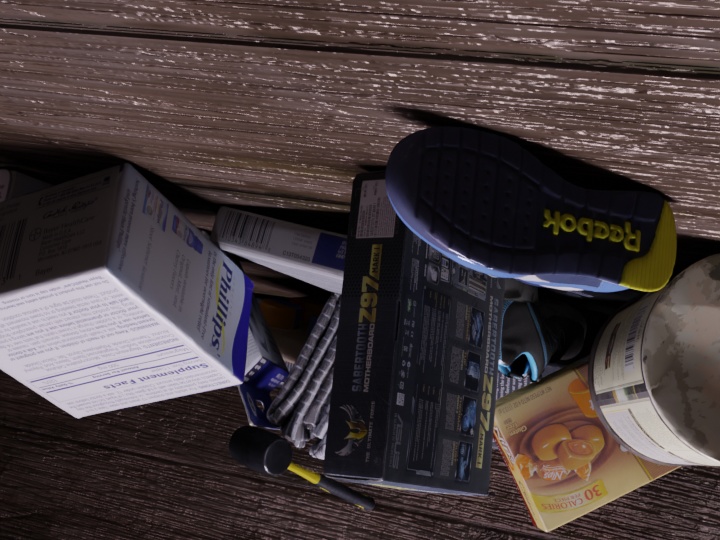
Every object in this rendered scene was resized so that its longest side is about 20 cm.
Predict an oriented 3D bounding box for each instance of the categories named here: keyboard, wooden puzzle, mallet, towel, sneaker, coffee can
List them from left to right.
[{"bbox_3d":[-0.059,0.213,1.184,0.066,0.041,0.200,13,163,40],"label":"mallet"},{"bbox_3d":[-0.047,0.069,1.411,0.184,0.047,0.199,17,-164,33],"label":"wooden puzzle"},{"bbox_3d":[-0.024,0.100,1.207,0.085,0.201,0.166,27,172,1],"label":"towel"},{"bbox_3d":[0.090,-0.027,0.654,0.199,0.075,0.082,17,172,-30],"label":"sneaker"},{"bbox_3d":[0.143,0.060,0.991,0.073,0.083,0.200,-3,164,31],"label":"sneaker"},{"bbox_3d":[0.177,0.014,1.000,0.199,0.021,0.127,16,165,-26],"label":"keyboard"},{"bbox_3d":[0.260,0.074,0.840,0.145,0.148,0.200,10,172,2],"label":"coffee can"}]

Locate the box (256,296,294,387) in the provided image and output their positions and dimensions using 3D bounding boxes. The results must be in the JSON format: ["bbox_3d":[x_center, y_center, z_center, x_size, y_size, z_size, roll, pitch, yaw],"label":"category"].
[{"bbox_3d":[-0.069,0.120,1.661,0.195,0.125,0.200,5,171,25],"label":"box"}]

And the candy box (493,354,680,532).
[{"bbox_3d":[0.220,0.131,0.981,0.199,0.116,0.055,-24,176,-7],"label":"candy box"}]

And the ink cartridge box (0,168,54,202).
[{"bbox_3d":[-0.305,-0.030,1.099,0.144,0.085,0.199,3,167,40],"label":"ink cartridge box"}]

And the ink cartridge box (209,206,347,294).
[{"bbox_3d":[0.000,0.000,1.002,0.195,0.044,0.200,13,176,32],"label":"ink cartridge box"}]

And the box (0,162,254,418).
[{"bbox_3d":[-0.219,0.025,0.948,0.182,0.106,0.200,-13,143,23],"label":"box"}]

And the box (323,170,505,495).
[{"bbox_3d":[0.044,0.049,0.773,0.051,0.202,0.157,-1,168,33],"label":"box"}]

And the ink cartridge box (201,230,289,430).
[{"bbox_3d":[-0.122,0.070,1.203,0.040,0.201,0.200,-25,170,0],"label":"ink cartridge box"}]

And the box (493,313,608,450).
[{"bbox_3d":[0.203,0.114,1.144,0.198,0.108,0.148,9,-160,21],"label":"box"}]
